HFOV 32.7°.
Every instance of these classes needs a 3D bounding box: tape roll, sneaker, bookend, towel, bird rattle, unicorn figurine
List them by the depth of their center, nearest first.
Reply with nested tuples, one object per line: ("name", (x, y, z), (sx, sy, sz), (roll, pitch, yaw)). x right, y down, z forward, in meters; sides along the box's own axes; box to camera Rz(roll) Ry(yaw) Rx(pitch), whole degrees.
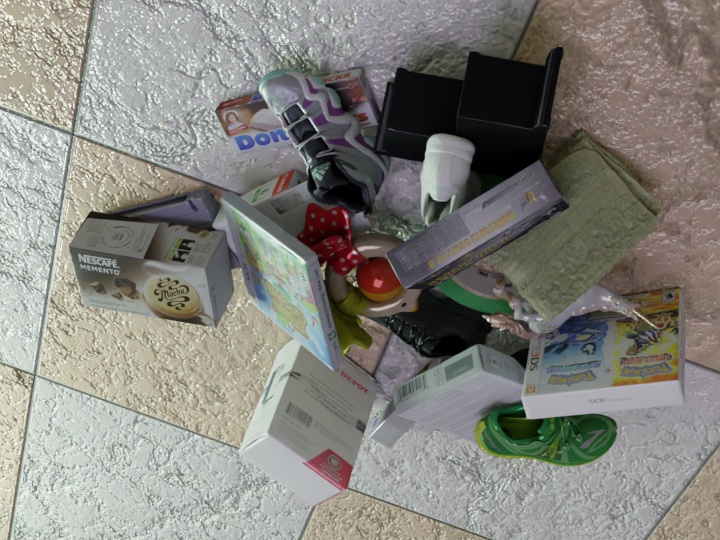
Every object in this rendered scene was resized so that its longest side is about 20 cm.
("bookend", (0.114, -0.186, 1.375), (0.199, 0.093, 0.199), (11, 168, 7))
("sneaker", (0.095, -0.085, 1.418), (0.075, 0.089, 0.200), (10, 168, 10))
("sneaker", (-0.048, -0.141, 1.454), (0.200, 0.140, 0.078), (37, 130, -20))
("towel", (0.250, -0.051, 1.477), (0.148, 0.036, 0.200), (45, 92, 3))
("unicorn figurine", (0.260, 0.034, 1.546), (0.137, 0.074, 0.200), (36, 143, -23))
("tape roll", (0.179, -0.034, 1.579), (0.199, 0.048, 0.201), (8, 131, 9))
("bird rattle", (0.000, 0.000, 1.588), (0.162, 0.113, 0.201), (-5, 121, 0))
("sneaker", (0.256, 0.219, 1.657), (0.199, 0.075, 0.084), (1, 151, -10))
("sneaker", (0.079, 0.069, 1.664), (0.199, 0.091, 0.076), (15, 136, 4))

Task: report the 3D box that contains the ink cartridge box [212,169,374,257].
("ink cartridge box", (-0.085, -0.070, 1.619), (0.199, 0.050, 0.109), (-24, 119, 29))

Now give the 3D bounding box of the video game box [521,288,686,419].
("video game box", (0.313, 0.105, 1.570), (0.199, 0.183, 0.047), (-9, 127, 21))

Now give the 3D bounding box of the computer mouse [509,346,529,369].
("computer mouse", (0.207, 0.181, 1.736), (0.199, 0.046, 0.141), (-22, 137, 16))

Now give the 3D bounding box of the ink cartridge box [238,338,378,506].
("ink cartridge box", (-0.071, 0.209, 1.748), (0.145, 0.201, 0.085), (38, 134, -17))

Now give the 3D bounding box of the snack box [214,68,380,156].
("snack box", (-0.078, -0.196, 1.528), (0.199, 0.024, 0.072), (-10, 127, 22))

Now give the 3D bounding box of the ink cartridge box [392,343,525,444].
("ink cartridge box", (0.169, 0.176, 1.686), (0.199, 0.057, 0.162), (20, 140, -41))

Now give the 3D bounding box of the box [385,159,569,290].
("box", (0.137, -0.047, 1.388), (0.199, 0.158, 0.049), (-31, 83, 10))

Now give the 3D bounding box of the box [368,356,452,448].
("box", (0.080, 0.189, 1.798), (0.041, 0.039, 0.200), (30, 130, -10))

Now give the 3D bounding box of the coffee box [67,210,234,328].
("coffee box", (-0.281, -0.002, 1.658), (0.199, 0.080, 0.114), (9, 134, 13))

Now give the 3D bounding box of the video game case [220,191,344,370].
("video game case", (-0.101, 0.013, 1.562), (0.200, 0.022, 0.183), (35, 148, 43))

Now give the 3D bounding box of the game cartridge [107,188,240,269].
("game cartridge", (-0.271, -0.038, 1.707), (0.199, 0.039, 0.130), (-12, 129, 24))
